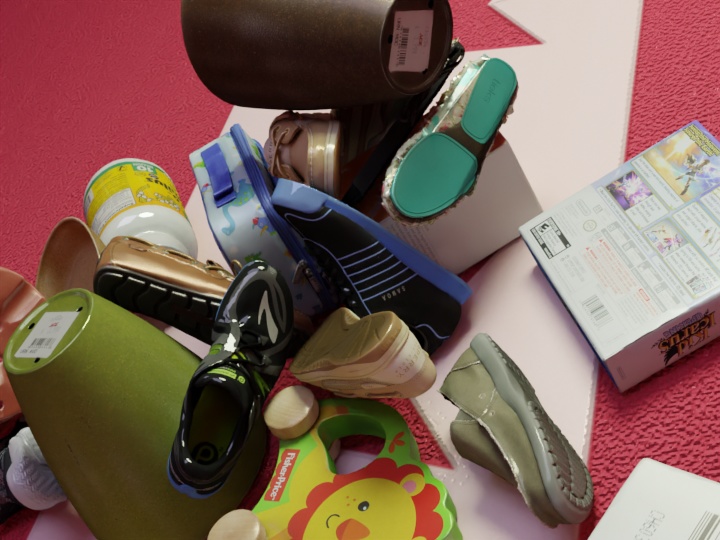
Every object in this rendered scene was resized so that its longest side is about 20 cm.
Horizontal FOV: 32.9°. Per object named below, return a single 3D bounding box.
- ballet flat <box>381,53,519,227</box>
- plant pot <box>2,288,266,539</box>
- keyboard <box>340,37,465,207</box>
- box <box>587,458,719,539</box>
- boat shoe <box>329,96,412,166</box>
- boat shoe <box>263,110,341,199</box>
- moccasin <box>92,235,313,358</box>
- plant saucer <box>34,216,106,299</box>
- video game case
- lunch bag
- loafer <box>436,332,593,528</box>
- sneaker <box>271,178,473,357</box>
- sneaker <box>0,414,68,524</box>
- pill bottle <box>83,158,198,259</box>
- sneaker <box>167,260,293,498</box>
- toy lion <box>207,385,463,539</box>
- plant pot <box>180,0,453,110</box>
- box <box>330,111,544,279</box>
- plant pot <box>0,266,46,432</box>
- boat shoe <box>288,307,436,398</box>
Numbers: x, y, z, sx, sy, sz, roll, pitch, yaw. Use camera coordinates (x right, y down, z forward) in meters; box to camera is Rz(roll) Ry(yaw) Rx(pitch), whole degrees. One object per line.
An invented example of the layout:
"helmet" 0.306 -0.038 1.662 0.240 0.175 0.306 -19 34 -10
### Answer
"ballet flat" 0.075 -0.104 1.053 0.201 0.076 0.064 -52 9 -29
"plant pot" -0.210 0.118 1.055 0.185 0.201 0.188 -22 36 18
"keyboard" 0.044 -0.136 1.096 0.201 0.020 0.127 -57 2 -30
"box" 0.196 0.236 0.636 0.198 0.131 0.201 14 57 48
"boat shoe" 0.001 -0.140 1.223 0.071 0.201 0.076 32 44 12
"boat shoe" -0.054 -0.106 1.108 0.068 0.075 0.200 1 12 -7
"moccasin" -0.136 0.022 1.087 0.198 0.074 0.078 17 42 -1
"plant saucer" -0.293 0.046 1.282 0.199 0.035 0.204 -5 84 54
"video game case" 0.243 -0.017 0.983 0.180 0.046 0.201 -32 34 6
"lunch bag" -0.099 -0.043 1.198 0.082 0.162 0.201 -30 33 2
"loafer" 0.110 0.127 0.907 0.070 0.075 0.201 -41 28 10
"sneaker" 0.000 0.000 1.040 0.079 0.198 0.070 -59 10 -5
"sneaker" -0.327 0.202 1.149 0.114 0.076 0.200 -41 13 0
"pill bottle" -0.242 -0.037 1.352 0.112 0.113 0.200 -33 33 0
"sneaker" -0.100 0.087 0.991 0.083 0.070 0.202 128 163 -69
"toy lion" -0.008 0.184 0.942 0.189 0.069 0.201 -3 44 27
"plant pot" -0.023 -0.216 1.059 0.199 0.188 0.187 22 61 40
"box" 0.053 -0.058 1.146 0.198 0.098 0.125 -32 34 3
"plant pot" -0.397 0.080 1.212 0.202 0.201 0.194 -53 18 -26
"boat shoe" 0.000 0.075 0.991 0.072 0.065 0.199 -52 15 -18
